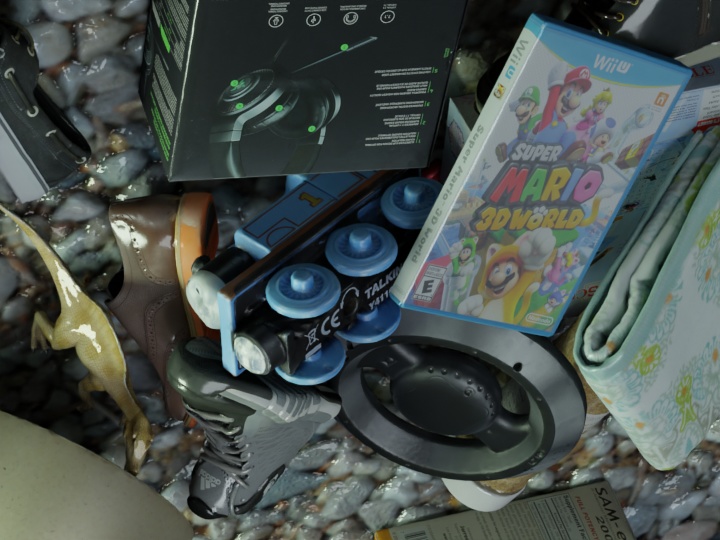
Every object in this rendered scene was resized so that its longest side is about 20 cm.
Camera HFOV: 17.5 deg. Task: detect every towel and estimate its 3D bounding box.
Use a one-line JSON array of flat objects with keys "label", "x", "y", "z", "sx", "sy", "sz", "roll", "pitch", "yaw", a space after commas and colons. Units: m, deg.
[{"label": "towel", "x": 0.229, "y": 0.021, "z": 1.593, "sx": 0.200, "sy": 0.048, "sz": 0.171, "roll": -57, "pitch": 141, "yaw": -12}]

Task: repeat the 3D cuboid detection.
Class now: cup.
[{"label": "cup", "x": -0.230, "y": 0.196, "z": 1.553, "sx": 0.200, "sy": 0.200, "sz": 0.144, "roll": 44, "pitch": 64, "yaw": -43}]

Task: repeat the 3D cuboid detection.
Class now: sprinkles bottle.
[{"label": "sprinkles bottle", "x": 0.134, "y": 0.101, "z": 1.699, "sx": 0.068, "sy": 0.068, "sz": 0.200, "roll": 10, "pitch": 142, "yaw": -29}]

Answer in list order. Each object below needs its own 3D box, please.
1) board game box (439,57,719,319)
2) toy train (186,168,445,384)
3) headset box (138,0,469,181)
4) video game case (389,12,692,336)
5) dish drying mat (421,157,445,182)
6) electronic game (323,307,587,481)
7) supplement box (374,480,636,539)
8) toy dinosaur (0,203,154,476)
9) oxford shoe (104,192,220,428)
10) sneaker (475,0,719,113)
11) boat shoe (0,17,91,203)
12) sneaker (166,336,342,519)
[{"label": "board game box", "x": 0.148, "y": -0.049, "z": 1.604, "sx": 0.199, "sy": 0.041, "sz": 0.200, "roll": -11, "pitch": 136, "yaw": -18}, {"label": "toy train", "x": -0.023, "y": -0.008, "z": 1.492, "sx": 0.200, "sy": 0.114, "sz": 0.087, "roll": -38, "pitch": 142, "yaw": -32}, {"label": "headset box", "x": -0.034, "y": -0.150, "z": 1.411, "sx": 0.173, "sy": 0.093, "sz": 0.200, "roll": -5, "pitch": 133, "yaw": -18}, {"label": "video game case", "x": 0.115, "y": -0.056, "z": 1.471, "sx": 0.143, "sy": 0.018, "sz": 0.200, "roll": 12, "pitch": 111, "yaw": -42}, {"label": "dish drying mat", "x": 0.000, "y": 0.000, "z": 1.620, "sx": 0.200, "sy": 0.018, "sz": 0.077, "roll": -41, "pitch": 137, "yaw": 16}, {"label": "electronic game", "x": 0.060, "y": 0.083, "z": 1.633, "sx": 0.199, "sy": 0.042, "sz": 0.200, "roll": 11, "pitch": 141, "yaw": 9}, {"label": "supplement box", "x": 0.113, "y": 0.252, "z": 1.862, "sx": 0.199, "sy": 0.074, "sz": 0.126, "roll": -10, "pitch": 134, "yaw": -13}, {"label": "toy dinosaur", "x": -0.180, "y": 0.037, "z": 1.536, "sx": 0.058, "sy": 0.201, "sz": 0.101, "roll": -28, "pitch": 180, "yaw": -21}, {"label": "oxford shoe", "x": -0.132, "y": 0.025, "z": 1.569, "sx": 0.073, "sy": 0.071, "sz": 0.201, "roll": 4, "pitch": 130, "yaw": 4}, {"label": "sneaker", "x": 0.158, "y": -0.171, "z": 1.493, "sx": 0.199, "sy": 0.075, "sz": 0.106, "roll": -24, "pitch": 132, "yaw": -12}, {"label": "boat shoe", "x": -0.218, "y": -0.120, "z": 1.392, "sx": 0.056, "sy": 0.069, "sz": 0.200, "roll": -29, "pitch": 142, "yaw": -5}, {"label": "sneaker", "x": -0.087, "y": 0.115, "z": 1.552, "sx": 0.116, "sy": 0.075, "sz": 0.200, "roll": -58, "pitch": 154, "yaw": 5}]
